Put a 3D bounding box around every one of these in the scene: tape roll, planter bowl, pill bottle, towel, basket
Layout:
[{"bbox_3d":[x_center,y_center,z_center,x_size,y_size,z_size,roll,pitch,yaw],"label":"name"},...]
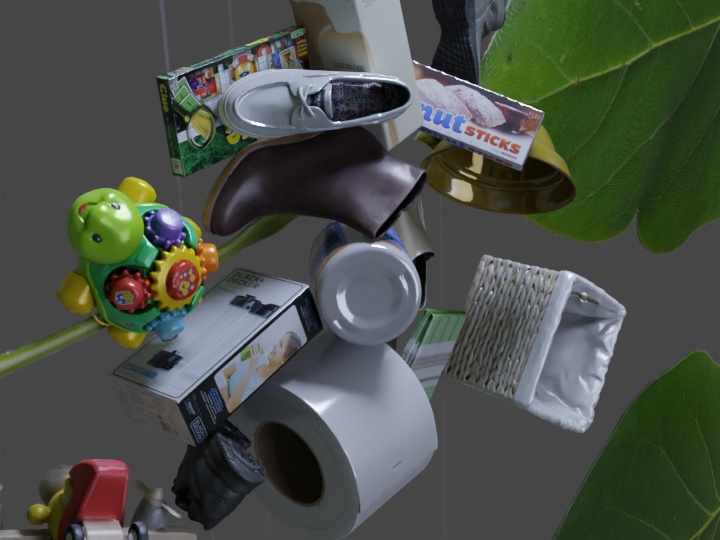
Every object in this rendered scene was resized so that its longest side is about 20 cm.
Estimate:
[{"bbox_3d":[-0.034,0.181,1.328,0.139,0.202,0.204,-32,125,-40],"label":"tape roll"},{"bbox_3d":[0.180,-0.148,1.500,0.200,0.199,0.084,35,61,-50],"label":"planter bowl"},{"bbox_3d":[0.000,0.000,1.308,0.111,0.200,0.113,-1,106,-5],"label":"pill bottle"},{"bbox_3d":[0.068,0.141,1.530,0.201,0.031,0.149,-66,160,7],"label":"towel"},{"bbox_3d":[0.247,0.104,1.681,0.198,0.160,0.201,26,81,-51],"label":"basket"}]

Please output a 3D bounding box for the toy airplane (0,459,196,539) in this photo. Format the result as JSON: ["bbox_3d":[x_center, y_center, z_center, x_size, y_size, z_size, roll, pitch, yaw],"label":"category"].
[{"bbox_3d":[-0.277,0.255,1.126,0.198,0.142,0.200,-26,142,2],"label":"toy airplane"}]

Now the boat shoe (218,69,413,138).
[{"bbox_3d":[-0.042,-0.170,1.205,0.199,0.068,0.073,0,92,-17],"label":"boat shoe"}]

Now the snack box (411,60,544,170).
[{"bbox_3d":[0.111,-0.188,1.395,0.024,0.199,0.072,71,42,-76],"label":"snack box"}]

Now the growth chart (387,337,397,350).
[{"bbox_3d":[0.002,0.126,1.500,0.144,0.018,0.201,-9,109,-49],"label":"growth chart"}]

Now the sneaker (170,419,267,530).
[{"bbox_3d":[-0.158,0.199,1.214,0.076,0.200,0.091,38,90,-14],"label":"sneaker"}]

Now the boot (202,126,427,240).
[{"bbox_3d":[-0.049,-0.079,1.233,0.200,0.166,0.073,-45,153,-20],"label":"boot"}]

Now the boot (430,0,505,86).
[{"bbox_3d":[0.149,-0.299,1.504,0.130,0.067,0.201,-32,127,-48],"label":"boot"}]

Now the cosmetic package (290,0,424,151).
[{"bbox_3d":[-0.005,-0.240,1.300,0.071,0.105,0.201,-39,129,-34],"label":"cosmetic package"}]

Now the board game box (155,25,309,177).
[{"bbox_3d":[-0.125,-0.179,1.238,0.200,0.023,0.105,-32,128,-41],"label":"board game box"}]

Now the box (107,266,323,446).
[{"bbox_3d":[-0.147,0.083,1.225,0.200,0.116,0.060,-41,128,-33],"label":"box"}]

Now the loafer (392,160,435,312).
[{"bbox_3d":[0.057,-0.036,1.465,0.075,0.068,0.201,-13,106,-48],"label":"loafer"}]

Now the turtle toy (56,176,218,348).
[{"bbox_3d":[-0.211,-0.011,1.123,0.200,0.101,0.146,44,68,-48],"label":"turtle toy"}]
